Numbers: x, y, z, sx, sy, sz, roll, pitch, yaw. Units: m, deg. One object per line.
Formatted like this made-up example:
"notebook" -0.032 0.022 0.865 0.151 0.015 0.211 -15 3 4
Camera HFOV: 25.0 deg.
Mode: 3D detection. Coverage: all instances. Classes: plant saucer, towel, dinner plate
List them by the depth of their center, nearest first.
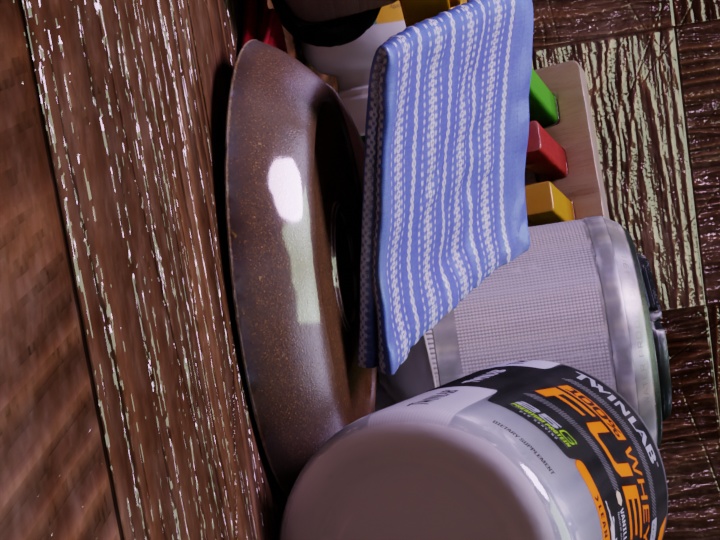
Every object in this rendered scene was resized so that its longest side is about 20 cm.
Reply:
"plant saucer" -0.020 0.000 0.699 0.200 0.032 0.201 -5 90 -82
"towel" 0.046 -0.049 0.750 0.200 0.024 0.145 -38 133 -62
"dinner plate" 0.000 0.000 0.860 0.200 0.024 0.201 163 -90 -81

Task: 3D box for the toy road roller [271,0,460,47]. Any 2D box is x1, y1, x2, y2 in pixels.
"toy road roller" 0.011 -0.212 0.775 0.123 0.146 0.200 65 13 -78

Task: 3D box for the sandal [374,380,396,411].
"sandal" 0.015 0.140 0.785 0.079 0.059 0.207 11 46 -47

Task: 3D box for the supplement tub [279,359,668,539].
"supplement tub" 0.059 0.104 0.686 0.200 0.122 0.123 -12 95 -66

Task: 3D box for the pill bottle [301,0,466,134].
"pill bottle" 0.011 -0.191 1.058 0.113 0.113 0.200 -53 135 -85

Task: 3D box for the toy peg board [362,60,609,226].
"toy peg board" 0.070 -0.050 1.187 0.098 0.200 0.200 30 50 -62

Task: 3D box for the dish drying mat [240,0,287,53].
"dish drying mat" -0.031 -0.035 0.809 0.077 0.018 0.200 -91 172 -55

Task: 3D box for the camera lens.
"camera lens" 0.088 0.056 1.026 0.160 0.200 0.160 -8 90 -86
